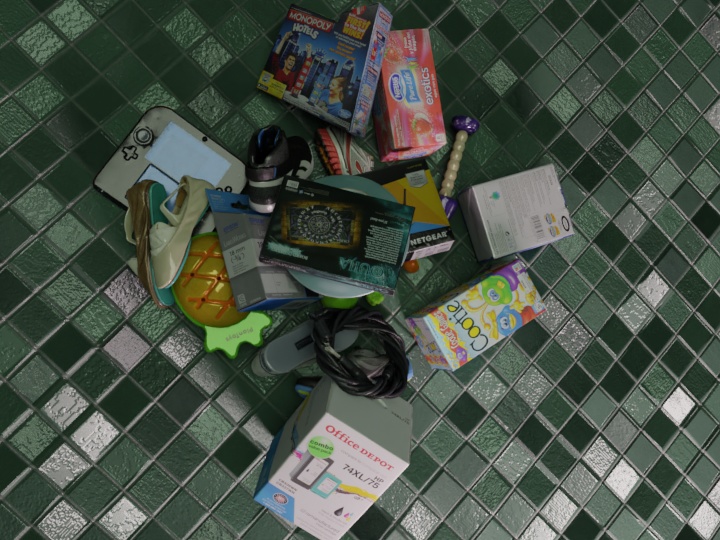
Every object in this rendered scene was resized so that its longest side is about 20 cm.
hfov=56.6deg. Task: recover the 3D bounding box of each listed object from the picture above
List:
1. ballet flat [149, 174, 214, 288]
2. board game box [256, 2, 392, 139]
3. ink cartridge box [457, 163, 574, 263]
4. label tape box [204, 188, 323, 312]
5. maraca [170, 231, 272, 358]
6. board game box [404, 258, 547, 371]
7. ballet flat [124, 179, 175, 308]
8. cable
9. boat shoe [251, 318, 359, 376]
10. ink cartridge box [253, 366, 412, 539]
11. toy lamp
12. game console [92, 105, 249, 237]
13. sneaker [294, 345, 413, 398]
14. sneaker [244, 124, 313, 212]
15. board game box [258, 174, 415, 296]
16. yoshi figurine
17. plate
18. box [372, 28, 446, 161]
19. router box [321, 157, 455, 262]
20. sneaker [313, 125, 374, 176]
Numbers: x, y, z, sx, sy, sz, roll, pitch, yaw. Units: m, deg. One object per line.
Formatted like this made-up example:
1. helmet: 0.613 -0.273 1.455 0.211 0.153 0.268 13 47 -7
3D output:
1. ballet flat: -0.282 -0.066 1.011 0.069 0.069 0.200 22 54 -11
2. board game box: -0.043 -0.349 1.093 0.200 0.062 0.200 30 100 21
3. ink cartridge box: 0.292 -0.106 1.200 0.200 0.076 0.137 -17 90 -13
4. label tape box: -0.147 -0.041 1.037 0.063 0.144 0.200 -23 77 29
5. maraca: -0.218 0.037 1.049 0.137 0.107 0.200 -24 91 -15
6. board game box: 0.195 0.075 1.147 0.200 0.105 0.103 -30 92 -15
7. ballet flat: -0.333 -0.040 1.045 0.072 0.068 0.200 -2 99 24
8. cable: 0.013 0.125 1.029 0.200 0.051 0.163 13 38 -46
9. boat shoe: -0.094 0.126 1.092 0.202 0.086 0.075 -25 86 -43
10. ink cartridge box: -0.037 0.271 1.011 0.147 0.146 0.200 34 113 -9
11. toy lamp: 0.159 -0.173 1.185 0.058 0.058 0.200 17 80 -12
12. game console: -0.300 -0.149 1.085 0.200 0.031 0.177 36 78 -8
13. sneaker: -0.013 0.171 1.116 0.199 0.071 0.083 -12 69 -13
14. sneaker: -0.121 -0.188 1.044 0.073 0.112 0.200 8 40 9
15. board game box: -0.032 -0.052 0.966 0.200 0.028 0.136 15 71 2
16. yoshi figurine: 0.007 0.013 1.108 0.200 0.112 0.113 -24 99 -9
17. plate: -0.025 -0.058 0.997 0.200 0.026 0.201 1 71 -3
18. box: 0.074 -0.298 1.151 0.094 0.103 0.200 -9 89 -13
19. router box: 0.028 -0.080 1.050 0.200 0.051 0.149 -16 74 -10
20. sneaker: -0.003 -0.159 1.133 0.082 0.078 0.200 -24 92 -15
